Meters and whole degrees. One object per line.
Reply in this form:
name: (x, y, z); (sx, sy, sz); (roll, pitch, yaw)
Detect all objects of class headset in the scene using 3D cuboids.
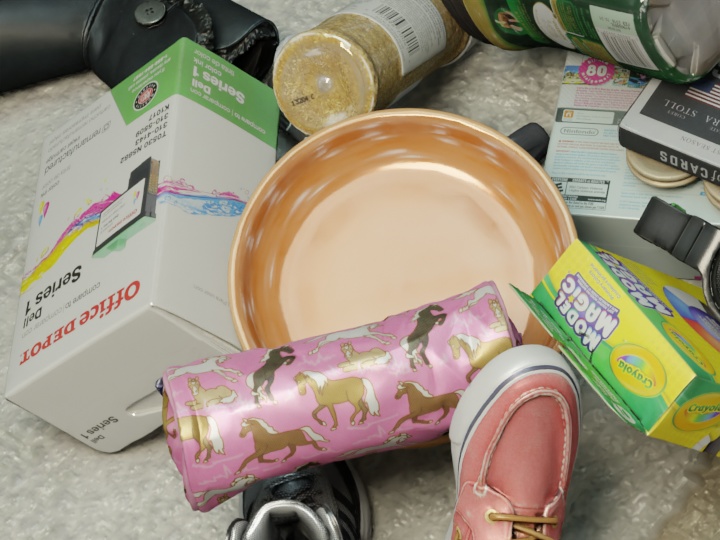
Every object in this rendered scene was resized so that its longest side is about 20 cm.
headset: (0.244, 0.002, 1.480); (0.200, 0.123, 0.094); (33, 96, 36)

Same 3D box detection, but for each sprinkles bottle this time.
sprinkles bottle: (0.014, -0.139, 1.652); (0.068, 0.069, 0.200); (12, 23, 19)

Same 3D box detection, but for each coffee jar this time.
coffee jar: (0.139, -0.175, 1.606); (0.200, 0.085, 0.104); (18, 63, 50)

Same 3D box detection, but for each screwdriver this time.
screwdriver: (0.036, -0.029, 1.653); (0.200, 0.029, 0.028); (-34, 55, -15)

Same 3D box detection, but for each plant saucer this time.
plant saucer: (0.025, 0.007, 1.519); (0.199, 0.037, 0.201); (-2, 70, 4)

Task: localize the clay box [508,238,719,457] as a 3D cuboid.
clay box: (0.175, 0.048, 1.467); (0.048, 0.200, 0.115); (-50, 53, 16)

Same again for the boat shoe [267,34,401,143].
boat shoe: (-0.003, -0.069, 1.665); (0.070, 0.066, 0.200); (1, 35, -42)

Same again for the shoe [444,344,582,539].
shoe: (0.084, 0.142, 1.404); (0.071, 0.201, 0.091); (-1, 35, -19)

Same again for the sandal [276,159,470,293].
sandal: (-0.004, 0.007, 1.603); (0.206, 0.059, 0.079); (32, 86, 33)

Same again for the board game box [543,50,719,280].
board game box: (0.195, -0.093, 1.646); (0.147, 0.064, 0.201); (5, 57, 14)

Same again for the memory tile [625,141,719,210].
memory tile: (0.259, -0.108, 1.597); (0.153, 0.017, 0.200); (19, 59, 22)

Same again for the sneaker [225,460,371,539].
sneaker: (-0.034, 0.141, 1.485); (0.075, 0.114, 0.201); (-11, 53, 3)

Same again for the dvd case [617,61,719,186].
dvd case: (0.264, -0.122, 1.582); (0.150, 0.025, 0.200); (24, 61, 25)

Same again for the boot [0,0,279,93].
boot: (-0.171, -0.139, 1.744); (0.200, 0.077, 0.168); (-32, 50, -20)

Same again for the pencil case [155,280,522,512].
pencil case: (-0.006, 0.066, 1.433); (0.199, 0.083, 0.087); (-16, 30, -1)

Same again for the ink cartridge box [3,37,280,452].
ink cartridge box: (-0.128, -0.014, 1.598); (0.145, 0.084, 0.201); (-31, 42, 38)
